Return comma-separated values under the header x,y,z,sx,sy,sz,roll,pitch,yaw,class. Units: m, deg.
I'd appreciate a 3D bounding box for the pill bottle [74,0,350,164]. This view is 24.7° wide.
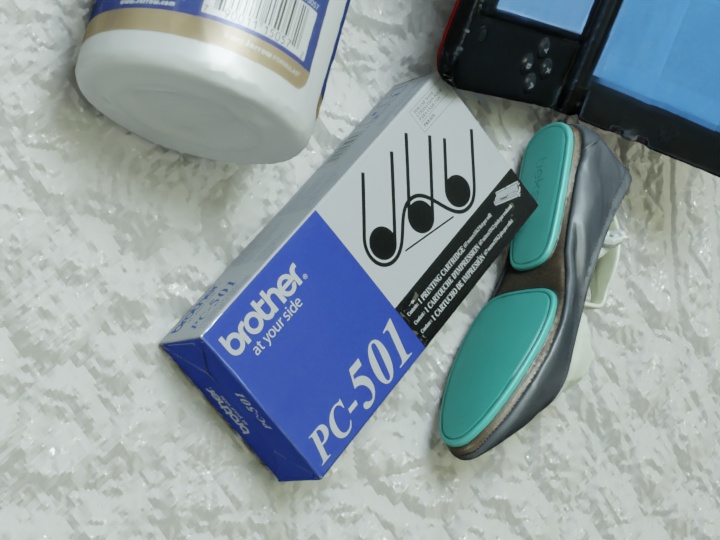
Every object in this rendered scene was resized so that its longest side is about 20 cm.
x,y,z,sx,sy,sz,roll,pitch,yaw,class
-0.052,-0.160,0.756,0.111,0.111,0.201,25,71,-31,pill bottle

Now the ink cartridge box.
x,y,z,sx,sy,sz,roll,pitch,yaw,class
0.000,0.000,0.817,0.094,0.044,0.200,51,60,-18,ink cartridge box

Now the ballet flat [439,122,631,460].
x,y,z,sx,sy,sz,roll,pitch,yaw,class
0.102,0.017,0.875,0.073,0.073,0.201,31,65,-29,ballet flat

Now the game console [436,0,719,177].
x,y,z,sx,sy,sz,roll,pitch,yaw,class
0.157,-0.161,0.831,0.172,0.118,0.201,3,113,-53,game console
